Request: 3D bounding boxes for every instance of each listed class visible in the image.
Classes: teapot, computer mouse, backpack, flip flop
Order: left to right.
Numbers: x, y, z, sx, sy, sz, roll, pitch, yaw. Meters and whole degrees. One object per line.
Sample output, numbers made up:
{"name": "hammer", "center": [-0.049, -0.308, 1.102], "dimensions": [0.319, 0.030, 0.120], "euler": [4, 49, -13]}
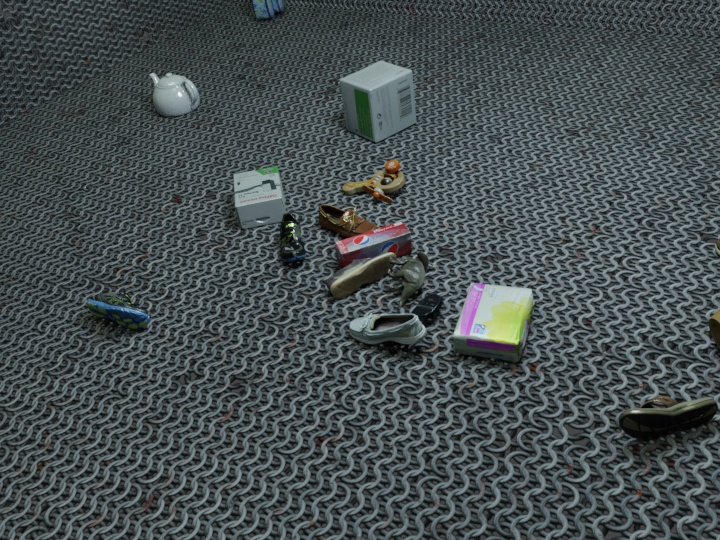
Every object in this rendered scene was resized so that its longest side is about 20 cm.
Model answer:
{"name": "teapot", "center": [-0.738, -0.712, 2.859], "dimensions": [0.199, 0.147, 0.198], "euler": [-9, 37, -2]}
{"name": "backpack", "center": [-0.470, -1.379, 3.649], "dimensions": [0.146, 0.184, 0.200], "euler": [0, 43, 12]}
{"name": "computer mouse", "center": [0.130, 0.126, 1.690], "dimensions": [0.058, 0.034, 0.200], "euler": [13, 47, 46]}
{"name": "flip flop", "center": [0.580, 0.268, 1.369], "dimensions": [0.199, 0.081, 0.058], "euler": [-10, 41, -9]}

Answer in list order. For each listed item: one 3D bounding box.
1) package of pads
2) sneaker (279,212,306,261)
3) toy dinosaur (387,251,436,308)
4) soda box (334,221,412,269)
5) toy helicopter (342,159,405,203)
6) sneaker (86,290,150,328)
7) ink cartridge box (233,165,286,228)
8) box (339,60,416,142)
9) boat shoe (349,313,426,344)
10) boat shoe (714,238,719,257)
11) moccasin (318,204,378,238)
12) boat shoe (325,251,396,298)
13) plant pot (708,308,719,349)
{"name": "package of pads", "center": [0.308, 0.113, 1.635], "dimensions": [0.154, 0.068, 0.200], "euler": [6, 40, 19]}
{"name": "sneaker", "center": [-0.195, -0.092, 1.991], "dimensions": [0.070, 0.083, 0.200], "euler": [-12, 37, -3]}
{"name": "toy dinosaur", "center": [0.124, 0.011, 1.800], "dimensions": [0.102, 0.077, 0.200], "euler": [-4, 34, 17]}
{"name": "soda box", "center": [0.035, -0.062, 1.916], "dimensions": [0.199, 0.070, 0.063], "euler": [-17, 38, -12]}
{"name": "toy helicopter", "center": [0.038, -0.254, 2.185], "dimensions": [0.199, 0.079, 0.133], "euler": [-8, 45, 19]}
{"name": "sneaker", "center": [-0.611, 0.089, 1.834], "dimensions": [0.199, 0.071, 0.083], "euler": [13, 48, 30]}
{"name": "ink cartridge box", "center": [-0.307, -0.224, 2.185], "dimensions": [0.146, 0.083, 0.200], "euler": [-12, 38, -3]}
{"name": "box", "center": [0.063, -0.587, 2.490], "dimensions": [0.200, 0.200, 0.171], "euler": [-31, 42, -27]}
{"name": "boat shoe", "center": [0.055, 0.126, 1.650], "dimensions": [0.201, 0.065, 0.074], "euler": [2, 41, 39]}
{"name": "boat shoe", "center": [0.932, -0.037, 1.701], "dimensions": [0.074, 0.075, 0.202], "euler": [-22, 39, -17]}
{"name": "moccasin", "center": [-0.036, -0.142, 2.028], "dimensions": [0.201, 0.078, 0.074], "euler": [27, 49, 37]}
{"name": "boat shoe", "center": [0.000, 0.000, 1.844], "dimensions": [0.200, 0.072, 0.065], "euler": [-31, 47, -18]}
{"name": "plant pot", "center": [0.835, 0.099, 1.479], "dimensions": [0.199, 0.187, 0.187], "euler": [-22, 37, 3]}
